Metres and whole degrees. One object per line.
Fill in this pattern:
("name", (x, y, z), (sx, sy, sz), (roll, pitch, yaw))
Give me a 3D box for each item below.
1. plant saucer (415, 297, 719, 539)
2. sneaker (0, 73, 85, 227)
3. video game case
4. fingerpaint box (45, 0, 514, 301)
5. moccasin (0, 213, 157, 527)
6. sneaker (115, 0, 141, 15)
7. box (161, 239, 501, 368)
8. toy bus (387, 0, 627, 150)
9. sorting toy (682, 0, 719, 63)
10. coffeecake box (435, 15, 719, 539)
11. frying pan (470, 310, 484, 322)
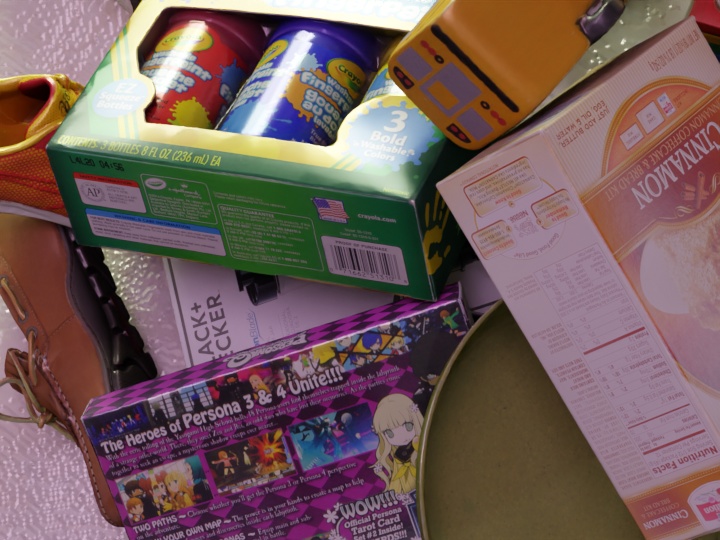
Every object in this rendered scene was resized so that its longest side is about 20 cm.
("plant saucer", (0.098, 0.101, 1.117), (0.031, 0.199, 0.201), (-3, 67, 52))
("sneaker", (-0.150, -0.065, 1.226), (0.199, 0.077, 0.073), (3, 55, -32))
("video game case", (-0.015, 0.120, 1.150), (0.199, 0.036, 0.182), (-18, 105, 8))
("fingerpaint box", (-0.031, -0.081, 1.165), (0.199, 0.074, 0.167), (10, 48, 22))
("moccasin", (-0.160, 0.049, 1.240), (0.078, 0.074, 0.202), (-30, 70, 11))
("sneaker", (-0.163, -0.213, 1.331), (0.067, 0.108, 0.202), (-39, 102, -30))
("box", (0.000, 0.000, 1.222), (0.199, 0.060, 0.117), (-17, 69, 9))
("toy bus", (0.100, -0.150, 1.099), (0.065, 0.078, 0.200), (43, 59, -7))
("sorting toy", (0.246, -0.084, 1.181), (0.198, 0.070, 0.201), (19, 78, 19))
("coffeecake box", (0.148, 0.004, 1.091), (0.073, 0.153, 0.201), (-26, 97, 42))
("frying pan", (0.030, 0.094, 1.192), (0.114, 0.031, 0.190), (20, 121, -15))
